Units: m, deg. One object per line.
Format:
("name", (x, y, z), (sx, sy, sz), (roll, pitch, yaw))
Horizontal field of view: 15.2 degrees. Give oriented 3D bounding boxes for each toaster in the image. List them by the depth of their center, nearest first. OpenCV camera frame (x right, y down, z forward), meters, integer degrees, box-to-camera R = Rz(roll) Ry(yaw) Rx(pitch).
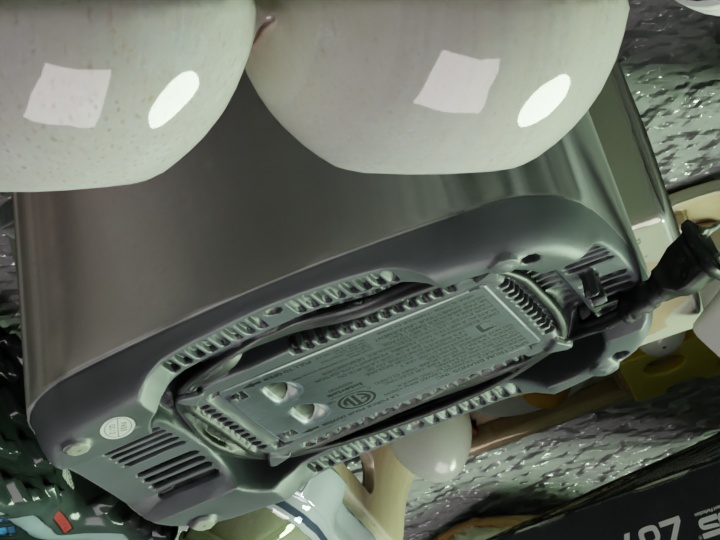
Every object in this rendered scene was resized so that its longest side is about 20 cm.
("toaster", (-0.008, -0.023, 0.746), (0.199, 0.130, 0.114), (-23, 154, 16))

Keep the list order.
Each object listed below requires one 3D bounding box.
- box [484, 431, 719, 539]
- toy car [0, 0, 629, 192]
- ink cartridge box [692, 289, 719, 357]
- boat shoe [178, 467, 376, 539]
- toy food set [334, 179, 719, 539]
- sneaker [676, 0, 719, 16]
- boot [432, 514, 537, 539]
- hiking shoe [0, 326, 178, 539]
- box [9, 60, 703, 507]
("box", (0.154, 0.083, 1.035), (0.161, 0.049, 0.199), (-22, 177, 40))
("toy car", (-0.038, -0.109, 0.565), (0.199, 0.177, 0.150), (-4, -174, -24))
("ink cartridge box", (0.202, -0.045, 0.803), (0.147, 0.083, 0.200), (-44, 170, -35))
("boat shoe", (-0.039, 0.103, 1.007), (0.062, 0.072, 0.200), (-57, 167, -11))
("toy food set", (0.083, 0.045, 1.007), (0.199, 0.061, 0.144), (-20, 153, 8))
("sneaker", (0.112, -0.149, 0.646), (0.111, 0.073, 0.200), (15, 132, -41))
("boot", (0.142, 0.131, 1.204), (0.199, 0.067, 0.175), (9, 144, -39))
("hiking shoe", (-0.140, 0.063, 0.905), (0.086, 0.075, 0.200), (-18, 150, 22))
("box", (0.000, 0.000, 0.854), (0.199, 0.078, 0.095), (-20, 153, 9))
